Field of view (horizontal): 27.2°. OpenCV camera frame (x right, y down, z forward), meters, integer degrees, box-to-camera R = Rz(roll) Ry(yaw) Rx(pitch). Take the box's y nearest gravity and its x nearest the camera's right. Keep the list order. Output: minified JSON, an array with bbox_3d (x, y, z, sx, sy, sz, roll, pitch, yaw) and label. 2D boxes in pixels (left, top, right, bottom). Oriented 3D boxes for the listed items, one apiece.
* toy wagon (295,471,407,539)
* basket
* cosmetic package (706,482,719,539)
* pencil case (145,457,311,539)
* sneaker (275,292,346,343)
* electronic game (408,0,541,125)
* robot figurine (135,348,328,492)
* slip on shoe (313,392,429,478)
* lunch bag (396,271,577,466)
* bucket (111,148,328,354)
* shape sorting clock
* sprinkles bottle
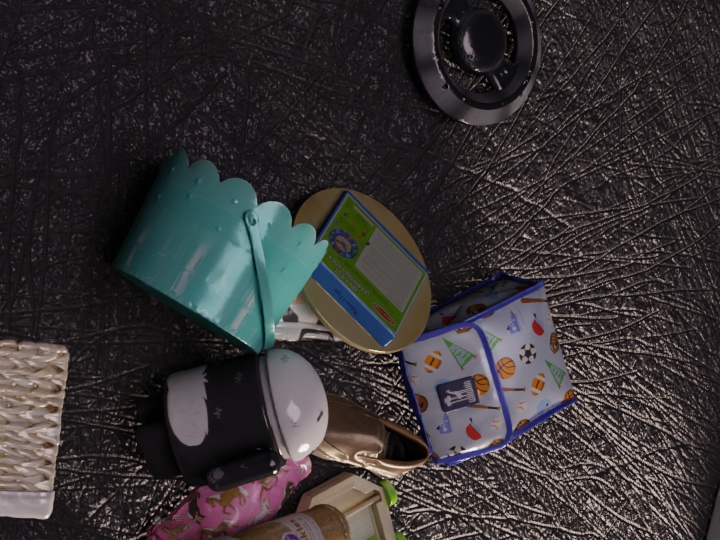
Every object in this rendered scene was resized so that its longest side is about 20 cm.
[{"bbox_3d":[-0.013,0.341,1.740,0.154,0.039,0.202,-24,108,-31],"label":"toy wagon"},{"bbox_3d":[-0.393,0.131,1.353,0.197,0.199,0.163,11,86,-36],"label":"basket"},{"bbox_3d":[0.596,0.425,2.133,0.199,0.122,0.201,19,83,-34],"label":"cosmetic package"},{"bbox_3d":[-0.141,0.250,1.616,0.200,0.082,0.087,-45,145,-24],"label":"pencil case"},{"bbox_3d":[-0.046,0.042,1.670,0.199,0.073,0.081,6,84,-38],"label":"sneaker"},{"bbox_3d":[0.140,-0.275,1.792,0.198,0.041,0.202,-2,94,-34],"label":"electronic game"},{"bbox_3d":[-0.132,0.156,1.557,0.198,0.125,0.152,-15,76,3],"label":"robot figurine"},{"bbox_3d":[0.001,0.189,1.700,0.199,0.060,0.077,34,56,-42],"label":"slip on shoe"},{"bbox_3d":[0.143,0.119,1.782,0.199,0.123,0.172,-24,104,-26],"label":"lunch bag"},{"bbox_3d":[-0.145,-0.015,1.520,0.207,0.207,0.136,35,82,-32],"label":"bucket"},{"bbox_3d":[0.000,0.000,1.679,0.199,0.039,0.202,26,47,-31],"label":"shape sorting clock"},{"bbox_3d":[-0.093,0.299,1.582,0.199,0.068,0.069,-7,99,-54],"label":"sprinkles bottle"}]
